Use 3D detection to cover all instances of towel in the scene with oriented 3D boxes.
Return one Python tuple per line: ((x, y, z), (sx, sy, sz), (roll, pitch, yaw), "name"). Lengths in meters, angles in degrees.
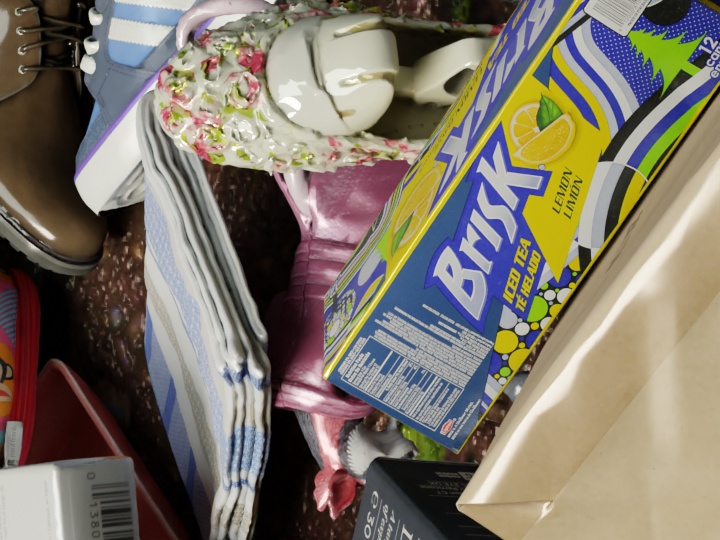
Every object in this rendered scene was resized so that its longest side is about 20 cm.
((-0.071, 0.034, 1.217), (0.201, 0.024, 0.148), (97, 155, -57), "towel")

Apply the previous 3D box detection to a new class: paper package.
((0.140, 0.007, 0.987), (0.103, 0.200, 0.191), (34, 119, 2), "paper package")

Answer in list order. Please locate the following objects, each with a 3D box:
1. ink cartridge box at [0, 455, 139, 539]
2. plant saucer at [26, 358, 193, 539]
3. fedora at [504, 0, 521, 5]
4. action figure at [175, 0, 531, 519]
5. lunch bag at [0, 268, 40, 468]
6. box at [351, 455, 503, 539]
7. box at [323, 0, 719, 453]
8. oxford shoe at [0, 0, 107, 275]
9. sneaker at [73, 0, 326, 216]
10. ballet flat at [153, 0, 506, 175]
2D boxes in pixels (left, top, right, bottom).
((-0.169, 0.169, 1.230), (0.199, 0.050, 0.164), (-10, 84, 47), "ink cartridge box")
((-0.130, 0.179, 1.352), (0.200, 0.037, 0.200), (53, 125, 27), "plant saucer")
((0.092, -0.176, 1.064), (0.200, 0.176, 0.091), (-29, 37, 56), "fedora")
((0.000, 0.000, 1.153), (0.133, 0.148, 0.202), (-2, 73, 45), "action figure")
((-0.226, 0.101, 1.355), (0.200, 0.081, 0.177), (-51, 29, 35), "lunch bag")
((0.069, 0.178, 1.052), (0.200, 0.106, 0.150), (-138, 57, -60), "box")
((0.062, -0.036, 1.050), (0.064, 0.070, 0.201), (29, 114, -14), "box")
((-0.162, -0.093, 1.334), (0.084, 0.072, 0.201), (-36, 71, 35), "oxford shoe")
((-0.096, -0.141, 1.252), (0.147, 0.080, 0.200), (47, 116, 14), "sneaker")
((0.021, -0.076, 1.100), (0.064, 0.198, 0.076), (134, 132, -67), "ballet flat")
